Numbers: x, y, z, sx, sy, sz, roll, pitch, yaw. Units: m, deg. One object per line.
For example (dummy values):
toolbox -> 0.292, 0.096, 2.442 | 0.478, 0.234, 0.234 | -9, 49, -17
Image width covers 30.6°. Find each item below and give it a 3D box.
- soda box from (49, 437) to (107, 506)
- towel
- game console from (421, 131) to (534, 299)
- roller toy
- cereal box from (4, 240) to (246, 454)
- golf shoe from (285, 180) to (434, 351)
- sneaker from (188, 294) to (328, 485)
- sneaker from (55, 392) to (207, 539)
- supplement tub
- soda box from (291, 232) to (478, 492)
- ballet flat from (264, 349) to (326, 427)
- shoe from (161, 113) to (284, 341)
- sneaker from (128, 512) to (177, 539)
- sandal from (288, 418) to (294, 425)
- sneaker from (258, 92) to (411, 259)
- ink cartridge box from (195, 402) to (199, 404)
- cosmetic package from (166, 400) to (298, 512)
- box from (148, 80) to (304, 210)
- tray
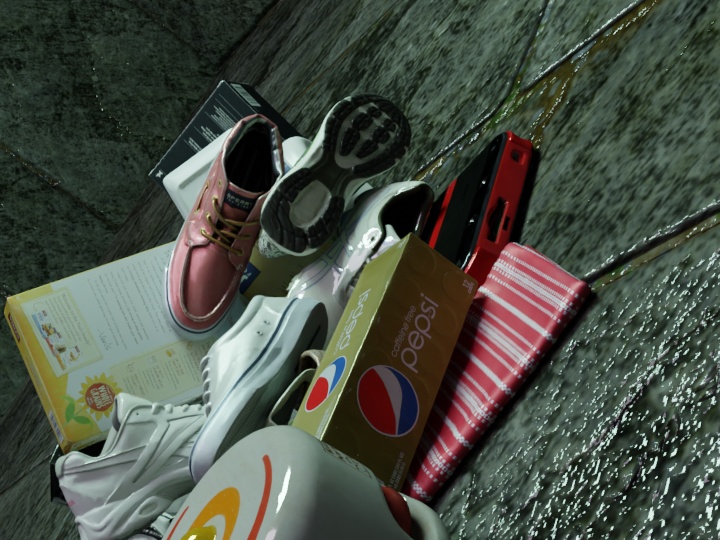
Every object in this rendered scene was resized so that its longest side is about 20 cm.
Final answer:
soda box -> -0.221, 0.125, 1.216 | 0.063, 0.070, 0.200 | 103, -178, -46
towel -> 0.072, 0.072, 0.911 | 0.200, 0.022, 0.145 | -53, 16, 4
game console -> 0.072, -0.012, 1.093 | 0.177, 0.031, 0.200 | -48, 14, 43
roller toy -> -0.046, 0.188, 0.762 | 0.182, 0.140, 0.200 | -37, 26, 43
cereal box -> -0.197, 0.061, 1.177 | 0.199, 0.144, 0.040 | -19, -15, -26
golf shoe -> 0.000, 0.000, 1.113 | 0.097, 0.078, 0.200 | -28, 32, 57
sneaker -> -0.090, 0.092, 1.006 | 0.071, 0.073, 0.200 | 6, 36, 21
sneaker -> -0.146, 0.129, 1.027 | 0.200, 0.100, 0.078 | -29, -2, -27
supplement tub -> -0.073, -0.014, 1.296 | 0.200, 0.144, 0.144 | -51, 15, 10
soda box -> 0.012, 0.073, 0.912 | 0.064, 0.068, 0.200 | -36, 23, 48
ballet flat -> -0.042, 0.135, 0.947 | 0.068, 0.067, 0.200 | -57, 13, 40
shoe -> -0.122, -0.041, 1.170 | 0.091, 0.071, 0.201 | 131, 157, -63
sneaker -> -0.123, 0.228, 1.047 | 0.200, 0.080, 0.074 | 9, 85, 62
sandal -> -0.057, 0.171, 1.009 | 0.080, 0.057, 0.201 | -47, 16, 22
sneaker -> -0.033, -0.082, 1.168 | 0.200, 0.077, 0.089 | -48, 7, -31
ink cartridge box -> -0.193, 0.119, 1.358 | 0.083, 0.146, 0.200 | -42, 20, 46
cosmetic package -> -0.143, 0.187, 1.180 | 0.200, 0.085, 0.108 | -37, 23, 46
box -> -0.111, -0.090, 1.449 | 0.141, 0.200, 0.079 | -48, -10, 15
tray -> -0.128, -0.041, 1.409 | 0.107, 0.200, 0.022 | -34, -6, 18
